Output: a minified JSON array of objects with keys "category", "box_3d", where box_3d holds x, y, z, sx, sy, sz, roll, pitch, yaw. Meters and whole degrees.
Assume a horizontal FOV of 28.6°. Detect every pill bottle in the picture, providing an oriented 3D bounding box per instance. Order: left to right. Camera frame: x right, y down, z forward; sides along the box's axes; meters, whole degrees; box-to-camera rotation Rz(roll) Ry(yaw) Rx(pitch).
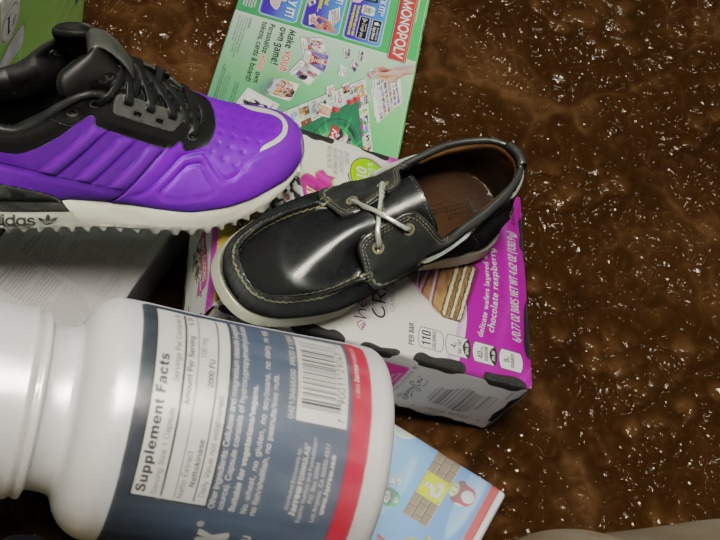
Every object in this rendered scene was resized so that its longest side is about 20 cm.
[{"category":"pill bottle","box_3d":[-0.093,0.079,0.695,0.197,0.120,0.121,12,52,-16]}]

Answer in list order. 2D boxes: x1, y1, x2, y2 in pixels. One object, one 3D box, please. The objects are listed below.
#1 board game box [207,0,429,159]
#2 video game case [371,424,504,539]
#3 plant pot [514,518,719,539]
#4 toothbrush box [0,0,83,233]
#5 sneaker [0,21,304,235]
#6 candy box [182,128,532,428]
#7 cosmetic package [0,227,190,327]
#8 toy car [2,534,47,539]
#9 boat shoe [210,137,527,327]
[{"category":"board game box","box_3d":[-0.029,-0.139,0.967,0.133,0.029,0.202,16,52,-5]},{"category":"video game case","box_3d":[-0.035,0.125,0.779,0.198,0.018,0.143,31,52,8]},{"category":"plant pot","box_3d":[0.151,0.204,0.681,0.172,0.201,0.201,-15,58,-43]},{"category":"toothbrush box","box_3d":[-0.219,-0.133,0.801,0.085,0.201,0.147,18,52,0]},{"category":"sneaker","box_3d":[-0.120,-0.076,0.715,0.197,0.100,0.070,-5,43,-17]},{"category":"candy box","box_3d":[0.000,0.000,0.822,0.197,0.061,0.138,14,55,-21]},{"category":"cosmetic package","box_3d":[-0.168,0.006,0.808,0.082,0.051,0.201,30,52,3]},{"category":"toy car","box_3d":[-0.150,0.196,0.649,0.163,0.160,0.199,-25,36,-36]},{"category":"boat shoe","box_3d":[0.007,-0.027,0.761,0.198,0.068,0.072,-19,71,-35]}]
